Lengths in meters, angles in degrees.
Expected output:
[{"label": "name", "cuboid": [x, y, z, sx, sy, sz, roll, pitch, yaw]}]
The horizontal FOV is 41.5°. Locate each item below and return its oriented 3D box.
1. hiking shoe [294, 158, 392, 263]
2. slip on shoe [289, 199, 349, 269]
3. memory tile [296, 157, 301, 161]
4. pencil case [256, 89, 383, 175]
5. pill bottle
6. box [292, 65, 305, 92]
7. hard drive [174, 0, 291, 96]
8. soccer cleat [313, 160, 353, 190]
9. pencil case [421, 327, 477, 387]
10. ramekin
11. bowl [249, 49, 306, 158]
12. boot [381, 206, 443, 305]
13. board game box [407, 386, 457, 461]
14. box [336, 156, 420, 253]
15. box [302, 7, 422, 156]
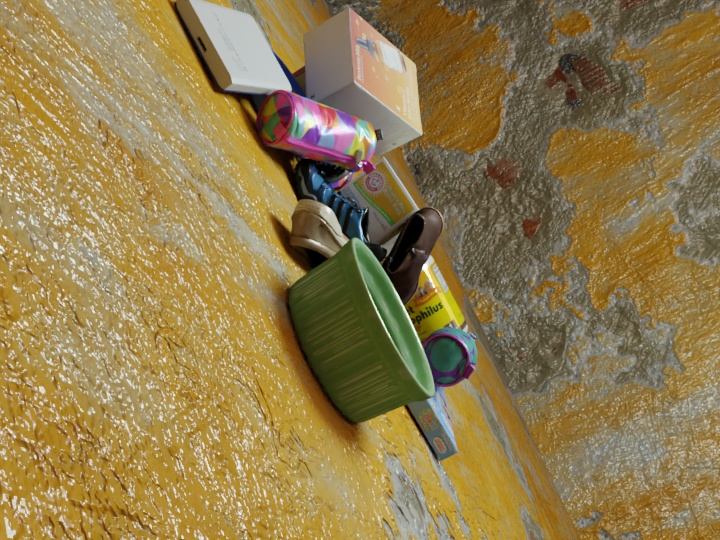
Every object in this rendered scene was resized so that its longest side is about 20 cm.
[{"label": "hiking shoe", "cuboid": [-0.029, -0.084, 1.420, 0.203, 0.085, 0.074, 64, 9, 6]}, {"label": "slip on shoe", "cuboid": [-0.044, -0.021, 1.263, 0.201, 0.074, 0.062, 62, 44, -63]}, {"label": "memory tile", "cuboid": [-0.048, -0.104, 1.591, 0.201, 0.017, 0.155, 52, 14, -47]}, {"label": "pencil case", "cuboid": [-0.059, -0.202, 1.399, 0.198, 0.088, 0.090, 11, 46, -45]}, {"label": "pill bottle", "cuboid": [0.110, 0.048, 1.747, 0.203, 0.108, 0.109, 61, 9, -6]}, {"label": "box", "cuboid": [-0.074, -0.318, 1.758, 0.129, 0.108, 0.200, 59, 9, -13]}, {"label": "hard drive", "cuboid": [-0.172, -0.306, 1.318, 0.134, 0.025, 0.200, 61, 20, 3]}, {"label": "soccer cleat", "cuboid": [-0.040, -0.156, 1.552, 0.201, 0.067, 0.075, -70, 166, -67]}, {"label": "pencil case", "cuboid": [0.147, 0.139, 1.544, 0.092, 0.086, 0.200, 33, 5, 10]}, {"label": "ramekin", "cuboid": [-0.001, 0.075, 1.096, 0.202, 0.096, 0.201, 60, 10, -17]}, {"label": "bowl", "cuboid": [-0.125, -0.268, 1.504, 0.202, 0.039, 0.202, 55, 15, -22]}, {"label": "boot", "cuboid": [0.059, -0.009, 1.480, 0.072, 0.202, 0.166, 32, 14, 11]}, {"label": "board game box", "cuboid": [0.097, 0.186, 1.515, 0.153, 0.036, 0.201, 60, 8, -19]}, {"label": "box", "cuboid": [0.037, -0.102, 1.607, 0.114, 0.101, 0.200, 55, 3, 7]}, {"label": "box", "cuboid": [0.005, -0.314, 1.611, 0.199, 0.105, 0.156, 27, 51, -48]}]
